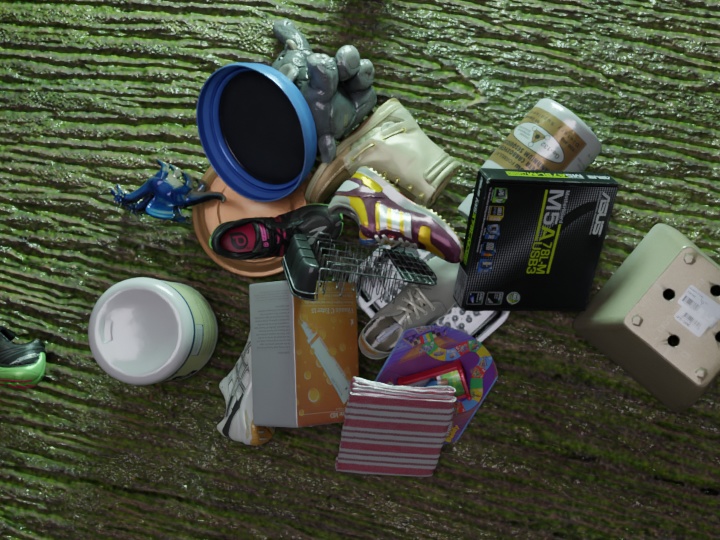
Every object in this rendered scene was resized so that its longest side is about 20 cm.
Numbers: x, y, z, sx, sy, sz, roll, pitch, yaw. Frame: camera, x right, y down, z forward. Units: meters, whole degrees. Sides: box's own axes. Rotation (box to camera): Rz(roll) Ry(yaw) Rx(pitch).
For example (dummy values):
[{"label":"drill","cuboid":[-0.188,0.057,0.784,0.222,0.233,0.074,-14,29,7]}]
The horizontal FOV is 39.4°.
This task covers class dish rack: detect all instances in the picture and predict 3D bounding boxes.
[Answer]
[{"label":"dish rack","cuboid":[0.100,0.038,1.465,0.172,0.044,0.200,-41,83,2]},{"label":"dish rack","cuboid":[0.000,0.000,1.370,0.200,0.153,0.055,8,109,-14]}]

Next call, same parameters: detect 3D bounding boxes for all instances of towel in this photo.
[{"label":"towel","cuboid":[0.046,0.222,1.398,0.146,0.200,0.030,6,45,-4]}]

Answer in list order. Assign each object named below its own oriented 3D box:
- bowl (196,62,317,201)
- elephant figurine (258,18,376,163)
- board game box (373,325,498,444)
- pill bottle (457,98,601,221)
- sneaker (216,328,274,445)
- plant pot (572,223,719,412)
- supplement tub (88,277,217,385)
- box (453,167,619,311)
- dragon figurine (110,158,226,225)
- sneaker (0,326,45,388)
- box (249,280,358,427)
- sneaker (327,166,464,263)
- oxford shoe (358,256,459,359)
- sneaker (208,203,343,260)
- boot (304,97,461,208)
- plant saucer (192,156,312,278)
[{"label":"bowl","cuboid":[-0.145,-0.197,1.424,0.200,0.039,0.201,18,123,29]},{"label":"elephant figurine","cuboid":[-0.083,-0.267,1.466,0.200,0.142,0.155,18,47,39]},{"label":"board game box","cuboid":[0.100,0.176,1.412,0.158,0.039,0.200,24,112,-14]},{"label":"pill bottle","cuboid":[0.235,-0.134,1.424,0.114,0.114,0.200,41,92,7]},{"label":"sneaker","cuboid":[-0.167,0.152,1.474,0.088,0.076,0.200,1,74,29]},{"label":"plant pot","cuboid":[0.432,0.063,1.359,0.200,0.177,0.200,41,92,7]},{"label":"supplement tub","cuboid":[-0.285,0.086,1.426,0.145,0.200,0.145,0,86,6]},{"label":"box","cuboid":[0.238,-0.039,1.378,0.193,0.048,0.200,2,117,-14]},{"label":"dragon figurine","cuboid":[-0.278,-0.101,1.490,0.200,0.059,0.100,25,93,25]},{"label":"sneaker","cuboid":[-0.567,0.125,1.523,0.200,0.077,0.084,9,66,7]},{"label":"box","cuboid":[-0.079,0.116,1.425,0.097,0.124,0.200,-6,85,45]},{"label":"sneaker","cuboid":[0.048,-0.054,1.379,0.200,0.075,0.090,36,75,20]},{"label":"oxford shoe","cuboid":[0.077,0.051,1.418,0.200,0.058,0.075,-42,82,1]},{"label":"sneaker","cuboid":[-0.121,-0.047,1.440,0.200,0.084,0.077,-12,99,8]},{"label":"boot","cuboid":[0.032,-0.133,1.466,0.200,0.073,0.155,-44,83,-9]},{"label":"plant saucer","cuboid":[-0.155,-0.089,1.508,0.200,0.032,0.201,0,87,7]}]
